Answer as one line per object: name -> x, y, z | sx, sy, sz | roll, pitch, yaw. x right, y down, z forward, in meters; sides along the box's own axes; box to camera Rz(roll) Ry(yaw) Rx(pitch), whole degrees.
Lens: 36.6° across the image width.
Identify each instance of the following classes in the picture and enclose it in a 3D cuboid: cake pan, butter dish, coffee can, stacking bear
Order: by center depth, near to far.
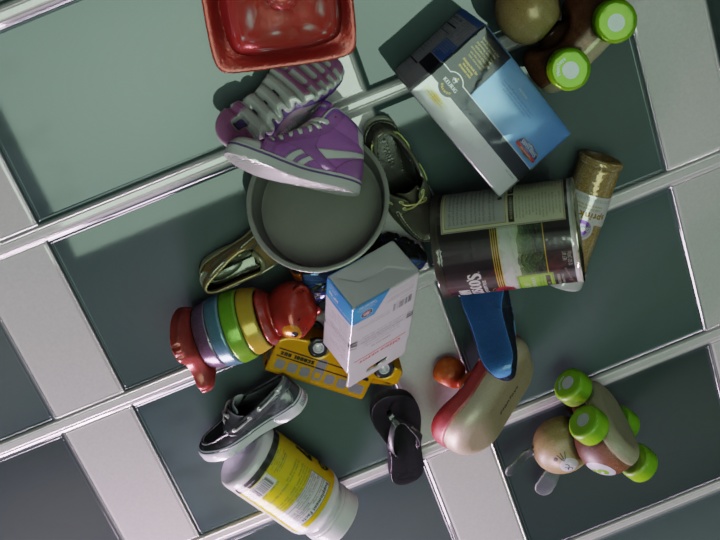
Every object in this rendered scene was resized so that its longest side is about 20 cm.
butter dish -> -0.102, -0.352, 1.367 | 0.197, 0.148, 0.202 | -9, 107, -6
cake pan -> -0.057, -0.093, 1.495 | 0.198, 0.037, 0.203 | -2, 77, 7
coffee can -> 0.206, -0.046, 1.521 | 0.198, 0.147, 0.148 | -7, 115, 14
stacking bear -> -0.156, 0.075, 1.546 | 0.198, 0.114, 0.122 | -18, 135, 9

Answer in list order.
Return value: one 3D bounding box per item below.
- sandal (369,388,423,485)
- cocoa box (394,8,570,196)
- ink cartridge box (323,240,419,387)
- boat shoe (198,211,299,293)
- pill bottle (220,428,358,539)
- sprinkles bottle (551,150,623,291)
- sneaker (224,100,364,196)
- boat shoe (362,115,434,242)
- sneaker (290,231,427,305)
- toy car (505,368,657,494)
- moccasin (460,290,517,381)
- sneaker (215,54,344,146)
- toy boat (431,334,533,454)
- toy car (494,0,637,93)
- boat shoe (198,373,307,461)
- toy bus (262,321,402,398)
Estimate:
sandal -> 0.067, 0.261, 1.690 | 0.075, 0.043, 0.202 | -21, 126, -6
cocoa box -> 0.164, -0.229, 1.474 | 0.131, 0.134, 0.200 | -41, 112, 8
ink cartridge box -> 0.011, 0.065, 1.531 | 0.115, 0.067, 0.201 | -29, 150, -24
boat shoe -> -0.139, -0.025, 1.541 | 0.199, 0.076, 0.072 | -36, 113, 6
pill bottle -> -0.106, 0.333, 1.674 | 0.200, 0.114, 0.114 | 40, 102, -22
sprinkles bottle -> 0.323, -0.072, 1.602 | 0.067, 0.068, 0.202 | 10, 110, -13
sneaker -> -0.083, -0.171, 1.419 | 0.199, 0.072, 0.116 | 11, 85, -35
boat shoe -> 0.061, -0.120, 1.543 | 0.072, 0.060, 0.203 | -26, 114, 2
sneaker -> 0.000, 0.000, 1.586 | 0.198, 0.076, 0.079 | -10, 127, 1
toy car -> 0.328, 0.283, 1.707 | 0.200, 0.159, 0.164 | -41, 123, 21
moccasin -> 0.187, 0.069, 1.595 | 0.080, 0.202, 0.068 | -11, 153, 18
sneaker -> -0.105, -0.218, 1.473 | 0.200, 0.081, 0.089 | -39, 157, -11
toy boat -> 0.166, 0.176, 1.656 | 0.201, 0.130, 0.131 | -54, 149, -19
toy car -> 0.241, -0.351, 1.434 | 0.200, 0.164, 0.158 | 43, 101, -9
boat shoe -> -0.175, 0.216, 1.621 | 0.199, 0.072, 0.068 | -30, 121, 23
toy bus -> -0.040, 0.134, 1.629 | 0.198, 0.065, 0.079 | 19, 109, -16
